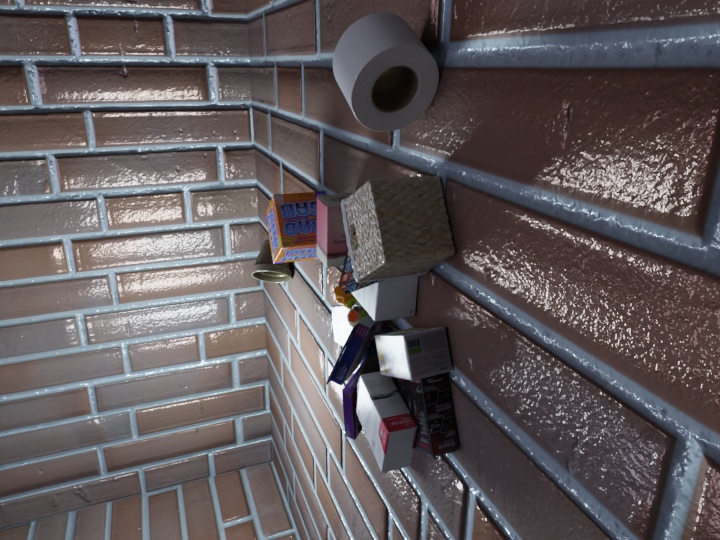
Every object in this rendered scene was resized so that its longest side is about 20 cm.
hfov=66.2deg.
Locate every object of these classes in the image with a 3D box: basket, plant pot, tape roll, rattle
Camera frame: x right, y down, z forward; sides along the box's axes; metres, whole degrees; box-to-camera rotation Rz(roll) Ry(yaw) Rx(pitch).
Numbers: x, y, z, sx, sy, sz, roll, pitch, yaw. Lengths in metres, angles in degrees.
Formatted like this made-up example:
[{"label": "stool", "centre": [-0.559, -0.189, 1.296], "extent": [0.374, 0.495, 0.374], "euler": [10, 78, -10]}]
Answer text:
[{"label": "basket", "centre": [0.085, -0.093, 1.230], "extent": [0.161, 0.197, 0.201], "euler": [-28, 71, 63]}, {"label": "plant pot", "centre": [-0.424, -0.050, 2.694], "extent": [0.200, 0.197, 0.176], "euler": [137, 139, -66]}, {"label": "tape roll", "centre": [0.052, -0.424, 1.189], "extent": [0.204, 0.200, 0.140], "euler": [105, 149, -46]}, {"label": "rattle", "centre": [-0.034, 0.084, 1.574], "extent": [0.130, 0.200, 0.143], "euler": [-43, 79, 20]}]

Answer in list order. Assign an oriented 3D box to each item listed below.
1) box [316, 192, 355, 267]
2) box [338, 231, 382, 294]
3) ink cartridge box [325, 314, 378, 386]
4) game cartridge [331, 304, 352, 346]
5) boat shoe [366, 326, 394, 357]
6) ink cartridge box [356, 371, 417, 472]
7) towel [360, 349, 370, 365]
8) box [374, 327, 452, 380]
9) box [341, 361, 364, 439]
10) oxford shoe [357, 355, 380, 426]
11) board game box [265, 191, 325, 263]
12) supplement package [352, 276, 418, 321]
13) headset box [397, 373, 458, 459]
[{"label": "box", "centre": [-0.063, -0.127, 1.714], "extent": [0.109, 0.126, 0.203], "euler": [-133, 39, -56]}, {"label": "box", "centre": [0.024, -0.042, 1.396], "extent": [0.038, 0.135, 0.202], "euler": [51, -148, -31]}, {"label": "ink cartridge box", "centre": [-0.014, 0.224, 1.570], "extent": [0.198, 0.043, 0.200], "euler": [-65, -10, 18]}, {"label": "game cartridge", "centre": [-0.042, 0.175, 1.763], "extent": [0.199, 0.040, 0.135], "euler": [-14, 87, 65]}, {"label": "boat shoe", "centre": [0.049, 0.226, 1.578], "extent": [0.069, 0.084, 0.202], "euler": [42, 139, 26]}, {"label": "ink cartridge box", "centre": [0.061, 0.375, 1.393], "extent": [0.201, 0.082, 0.147], "euler": [-120, 29, -51]}, {"label": "towel", "centre": [-0.004, 0.235, 1.792], "extent": [0.111, 0.048, 0.203], "euler": [162, 102, -66]}, {"label": "box", "centre": [0.123, 0.197, 1.334], "extent": [0.200, 0.111, 0.103], "euler": [161, 99, -70]}, {"label": "box", "centre": [-0.004, 0.402, 1.705], "extent": [0.039, 0.137, 0.202], "euler": [14, 128, 24]}, {"label": "oxford shoe", "centre": [0.018, 0.333, 1.545], "extent": [0.071, 0.070, 0.203], "euler": [-153, 70, -75]}, {"label": "board game box", "centre": [-0.230, -0.158, 2.059], "extent": [0.200, 0.197, 0.203], "euler": [138, 122, -65]}, {"label": "supplement package", "centre": [0.056, 0.034, 1.456], "extent": [0.200, 0.115, 0.119], "euler": [-135, 44, -58]}, {"label": "headset box", "centre": [0.161, 0.349, 1.333], "extent": [0.148, 0.074, 0.203], "euler": [162, 100, -70]}]
